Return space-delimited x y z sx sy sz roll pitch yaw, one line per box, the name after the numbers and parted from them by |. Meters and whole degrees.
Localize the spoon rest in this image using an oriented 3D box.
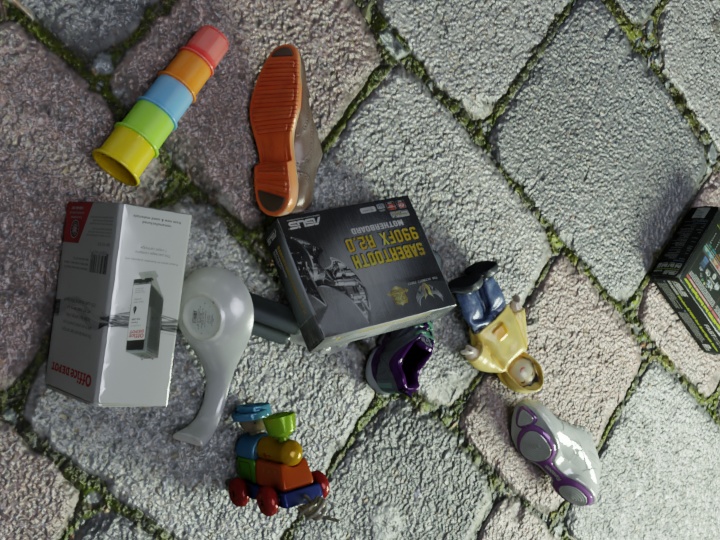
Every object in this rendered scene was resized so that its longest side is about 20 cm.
-0.172 0.094 1.241 0.061 0.099 0.201 -13 114 -67 | spoon rest

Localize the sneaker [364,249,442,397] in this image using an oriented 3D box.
0.079 0.069 1.402 0.074 0.087 0.201 26 78 -33 | sneaker

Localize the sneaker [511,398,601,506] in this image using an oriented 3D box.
0.284 0.246 1.576 0.200 0.075 0.100 53 46 -25 | sneaker

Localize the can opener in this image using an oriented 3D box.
-0.094 0.057 1.313 0.199 0.053 0.067 19 48 -35 | can opener

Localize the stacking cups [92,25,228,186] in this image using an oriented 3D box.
-0.216 -0.190 1.204 0.060 0.060 0.201 41 69 -29 | stacking cups

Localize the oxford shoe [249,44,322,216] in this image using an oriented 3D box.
-0.084 -0.165 1.300 0.073 0.071 0.201 -3 99 -54 | oxford shoe

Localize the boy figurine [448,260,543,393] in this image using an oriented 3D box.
0.186 0.091 1.493 0.124 0.064 0.201 -36 108 -31 | boy figurine

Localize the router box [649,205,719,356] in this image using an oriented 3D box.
0.564 0.019 1.749 0.200 0.062 0.150 48 66 -27 | router box

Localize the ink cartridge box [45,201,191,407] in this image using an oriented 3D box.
-0.254 0.033 1.135 0.083 0.147 0.201 8 89 -36 | ink cartridge box

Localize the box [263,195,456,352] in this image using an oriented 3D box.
0.000 0.000 1.328 0.199 0.048 0.159 -11 70 -33 | box

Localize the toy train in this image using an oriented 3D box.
-0.081 0.212 1.235 0.084 0.200 0.116 -11 94 -33 | toy train
